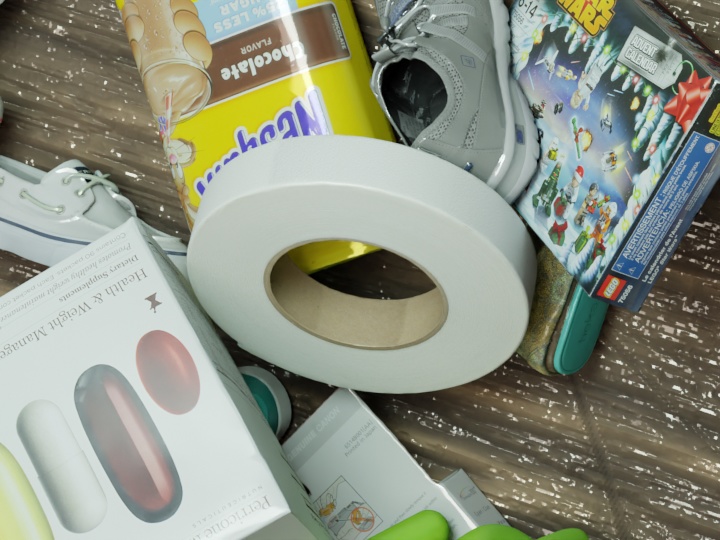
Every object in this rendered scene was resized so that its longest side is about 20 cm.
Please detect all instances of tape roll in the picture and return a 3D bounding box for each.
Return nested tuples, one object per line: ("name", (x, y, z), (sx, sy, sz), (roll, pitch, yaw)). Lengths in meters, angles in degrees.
("tape roll", (0.000, 0.000, 1.476), (0.201, 0.037, 0.203), (8, 144, 6))

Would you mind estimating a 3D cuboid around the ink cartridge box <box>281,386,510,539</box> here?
("ink cartridge box", (-0.006, 0.192, 1.619), (0.176, 0.045, 0.200), (48, 114, 9))

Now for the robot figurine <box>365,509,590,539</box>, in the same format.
("robot figurine", (0.057, 0.225, 1.511), (0.200, 0.116, 0.176), (-37, 79, 25))

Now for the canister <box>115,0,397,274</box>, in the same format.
("canister", (-0.056, -0.095, 1.572), (0.148, 0.086, 0.201), (-19, 89, 27))

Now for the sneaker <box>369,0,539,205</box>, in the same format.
("sneaker", (0.041, -0.125, 1.485), (0.075, 0.082, 0.201), (-52, 39, 28))

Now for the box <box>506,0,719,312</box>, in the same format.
("box", (0.130, -0.087, 1.447), (0.137, 0.040, 0.200), (-60, 35, 17))

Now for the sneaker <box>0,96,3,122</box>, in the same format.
("sneaker", (-0.301, -0.055, 1.690), (0.199, 0.075, 0.105), (-10, 88, 37))

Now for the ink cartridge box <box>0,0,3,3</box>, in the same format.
("ink cartridge box", (-0.273, -0.207, 1.618), (0.200, 0.067, 0.116), (-45, 65, 1))

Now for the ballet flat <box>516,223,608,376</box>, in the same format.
("ballet flat", (0.133, -0.036, 1.510), (0.070, 0.071, 0.201), (29, 110, 17))

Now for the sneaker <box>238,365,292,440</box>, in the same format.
("sneaker", (-0.147, 0.129, 1.631), (0.199, 0.121, 0.084), (-31, 85, 26))

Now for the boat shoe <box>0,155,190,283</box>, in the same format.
("boat shoe", (-0.185, -0.037, 1.638), (0.199, 0.073, 0.067), (12, 93, 32))

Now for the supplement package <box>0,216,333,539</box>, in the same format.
("supplement package", (-0.147, 0.118, 1.487), (0.191, 0.147, 0.201), (-31, 68, 0))
